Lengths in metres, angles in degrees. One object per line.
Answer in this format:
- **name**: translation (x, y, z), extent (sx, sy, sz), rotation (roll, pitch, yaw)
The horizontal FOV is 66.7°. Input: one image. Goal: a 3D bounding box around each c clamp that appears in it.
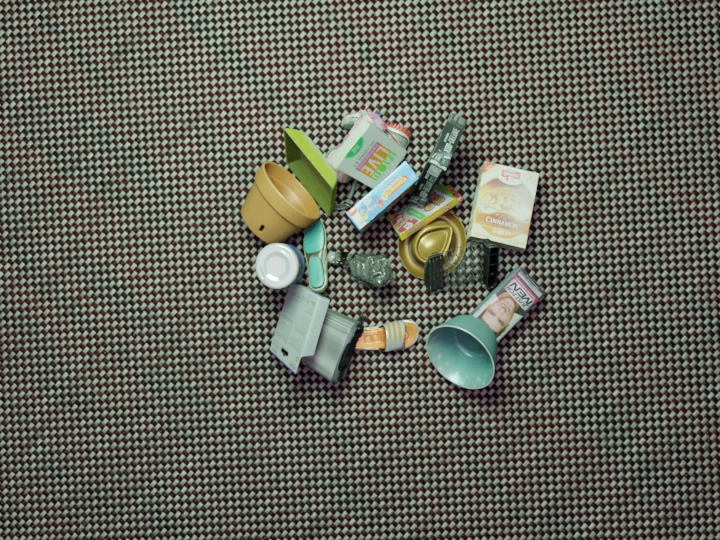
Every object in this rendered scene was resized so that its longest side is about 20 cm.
- **c clamp**: translation (-0.035, -0.255, 1.514), extent (0.168, 0.027, 0.204), rotation (26, 90, 1)

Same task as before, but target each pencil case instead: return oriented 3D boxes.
- **pencil case**: translation (-0.013, -0.327, 1.435), extent (0.087, 0.087, 0.201), rotation (41, 114, 1)

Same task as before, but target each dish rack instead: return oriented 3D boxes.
- **dish rack**: translation (0.265, -0.001, 1.450), extent (0.194, 0.055, 0.156), rotation (-15, 134, -5)

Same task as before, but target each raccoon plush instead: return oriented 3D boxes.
- **raccoon plush**: translation (0.000, 0.000, 1.460), extent (0.194, 0.134, 0.100), rotation (2, 91, 1)

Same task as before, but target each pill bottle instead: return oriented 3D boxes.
- **pill bottle**: translation (-0.203, -0.014, 1.432), extent (0.108, 0.200, 0.116), rotation (0, 92, 1)

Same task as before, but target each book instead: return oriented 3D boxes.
- **book**: translation (0.024, -0.293, 1.394), extent (0.134, 0.198, 0.048), rotation (-47, 61, 18)

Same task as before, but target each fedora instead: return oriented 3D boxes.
- **fedora**: translation (0.197, -0.074, 1.481), extent (0.194, 0.082, 0.207), rotation (0, 90, 1)

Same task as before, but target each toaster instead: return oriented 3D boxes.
- **toaster**: translation (-0.076, 0.188, 1.464), extent (0.127, 0.113, 0.205), rotation (23, 100, 15)

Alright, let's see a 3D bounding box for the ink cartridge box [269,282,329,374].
- **ink cartridge box**: translation (-0.163, 0.147, 1.443), extent (0.042, 0.195, 0.205), rotation (15, 93, -31)

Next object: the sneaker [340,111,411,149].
- **sneaker**: translation (0.037, -0.369, 1.484), extent (0.195, 0.078, 0.084), rotation (19, 86, 2)

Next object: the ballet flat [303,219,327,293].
- **ballet flat**: translation (-0.120, -0.036, 1.500), extent (0.065, 0.062, 0.206), rotation (-4, 73, 9)

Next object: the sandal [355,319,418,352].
- **sandal**: translation (0.062, 0.188, 1.497), extent (0.200, 0.059, 0.082), rotation (-9, 91, 2)

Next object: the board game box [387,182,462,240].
- **board game box**: translation (0.174, -0.165, 1.480), extent (0.197, 0.096, 0.030), rotation (-31, 128, 0)

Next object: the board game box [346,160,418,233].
- **board game box**: translation (0.055, -0.184, 1.427), extent (0.195, 0.200, 0.056), rotation (-41, 90, 2)

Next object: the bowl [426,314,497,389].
- **bowl**: translation (0.281, 0.199, 1.444), extent (0.201, 0.201, 0.105), rotation (46, 49, 1)

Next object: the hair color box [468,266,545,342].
- **hair color box**: translation (0.394, 0.096, 1.488), extent (0.200, 0.061, 0.099), rotation (-45, 89, 2)

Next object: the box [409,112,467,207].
- **box**: translation (0.196, -0.278, 1.401), extent (0.049, 0.201, 0.161), rotation (25, 69, 0)

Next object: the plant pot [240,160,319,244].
- **plant pot**: translation (-0.224, -0.166, 1.448), extent (0.140, 0.200, 0.201), rotation (-42, 89, 17)

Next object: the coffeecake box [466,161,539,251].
- **coffeecake box**: translation (0.382, -0.171, 1.475), extent (0.149, 0.073, 0.206), rotation (12, 86, 1)

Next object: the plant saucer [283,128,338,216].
- **plant saucer**: translation (-0.120, -0.262, 1.429), extent (0.048, 0.200, 0.201), rotation (-37, 81, -14)
